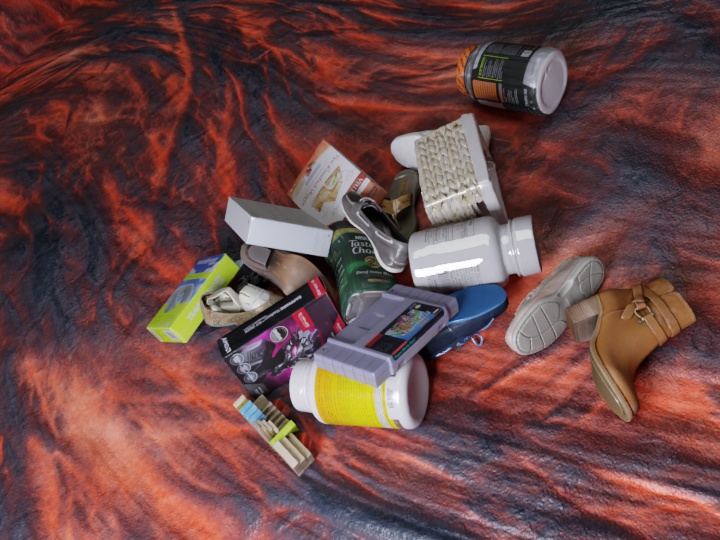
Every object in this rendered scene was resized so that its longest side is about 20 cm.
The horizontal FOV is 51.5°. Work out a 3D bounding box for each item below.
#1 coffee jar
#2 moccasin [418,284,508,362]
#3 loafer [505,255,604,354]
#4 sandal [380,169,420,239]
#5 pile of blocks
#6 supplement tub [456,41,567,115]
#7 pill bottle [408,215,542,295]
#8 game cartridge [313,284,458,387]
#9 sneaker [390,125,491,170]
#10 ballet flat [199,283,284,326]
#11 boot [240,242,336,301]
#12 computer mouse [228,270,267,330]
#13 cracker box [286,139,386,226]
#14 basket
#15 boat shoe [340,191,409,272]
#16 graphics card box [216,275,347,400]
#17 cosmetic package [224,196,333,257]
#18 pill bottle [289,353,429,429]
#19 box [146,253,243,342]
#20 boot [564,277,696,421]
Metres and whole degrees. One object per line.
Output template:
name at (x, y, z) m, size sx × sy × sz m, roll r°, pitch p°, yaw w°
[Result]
coffee jar at (0.000, 0.000, 1.271) m, size 0.102 × 0.087 × 0.202 m, roll 2°, pitch 39°, yaw -20°
moccasin at (0.137, 0.087, 1.146) m, size 0.196 × 0.069 × 0.081 m, roll -24°, pitch 34°, yaw 6°
loafer at (0.281, 0.049, 1.110) m, size 0.199 × 0.073 × 0.062 m, roll -39°, pitch 27°, yaw -19°
sandal at (0.073, -0.125, 1.384) m, size 0.080 × 0.055 × 0.203 m, roll -4°, pitch 49°, yaw 25°
pile of blocks at (-0.131, 0.229, 1.144) m, size 0.062 × 0.083 × 0.199 m, roll -43°, pitch 44°, yaw -15°
supplement tub at (0.291, -0.378, 1.453) m, size 0.198 × 0.124 × 0.123 m, roll 23°, pitch 63°, yaw 40°
pill bottle at (0.183, -0.023, 1.185) m, size 0.195 × 0.115 × 0.116 m, roll -12°, pitch 45°, yaw 18°
game cartridge at (0.041, 0.088, 1.085) m, size 0.128 × 0.039 × 0.199 m, roll 6°, pitch 34°, yaw 45°
sneaker at (0.159, -0.249, 1.455) m, size 0.195 × 0.077 × 0.089 m, roll 0°, pitch 37°, yaw 20°
ballet flat at (-0.202, 0.058, 1.271) m, size 0.196 × 0.066 × 0.071 m, roll -8°, pitch 33°, yaw 31°
boot at (-0.127, 0.005, 1.327) m, size 0.198 × 0.146 × 0.071 m, roll 35°, pitch 86°, yaw 0°
computer mouse at (-0.187, 0.078, 1.344) m, size 0.138 × 0.053 × 0.199 m, roll -40°, pitch 33°, yaw -14°
cracker box at (-0.050, -0.149, 1.438) m, size 0.135 × 0.057 × 0.200 m, roll -54°, pitch 43°, yaw 9°
basket at (0.174, -0.150, 1.298) m, size 0.121 × 0.136 × 0.203 m, roll -19°, pitch 44°, yaw 16°
boat shoe at (0.030, -0.082, 1.270) m, size 0.066 × 0.058 × 0.201 m, roll -2°, pitch 43°, yaw -34°
graphics card box at (-0.120, 0.112, 1.216) m, size 0.197 × 0.127 × 0.051 m, roll -31°, pitch 43°, yaw -3°
cosmetic package at (-0.150, -0.080, 1.330) m, size 0.200 × 0.147 × 0.053 m, roll -143°, pitch 67°, yaw -65°
pill bottle at (-0.004, 0.174, 1.107) m, size 0.195 × 0.110 × 0.111 m, roll -2°, pitch 49°, yaw 26°
box at (-0.309, 0.044, 1.414) m, size 0.121 × 0.048 × 0.202 m, roll -6°, pitch 44°, yaw 53°
boot at (0.380, 0.099, 1.008) m, size 0.152 × 0.078 × 0.202 m, roll -18°, pitch 37°, yaw 6°
